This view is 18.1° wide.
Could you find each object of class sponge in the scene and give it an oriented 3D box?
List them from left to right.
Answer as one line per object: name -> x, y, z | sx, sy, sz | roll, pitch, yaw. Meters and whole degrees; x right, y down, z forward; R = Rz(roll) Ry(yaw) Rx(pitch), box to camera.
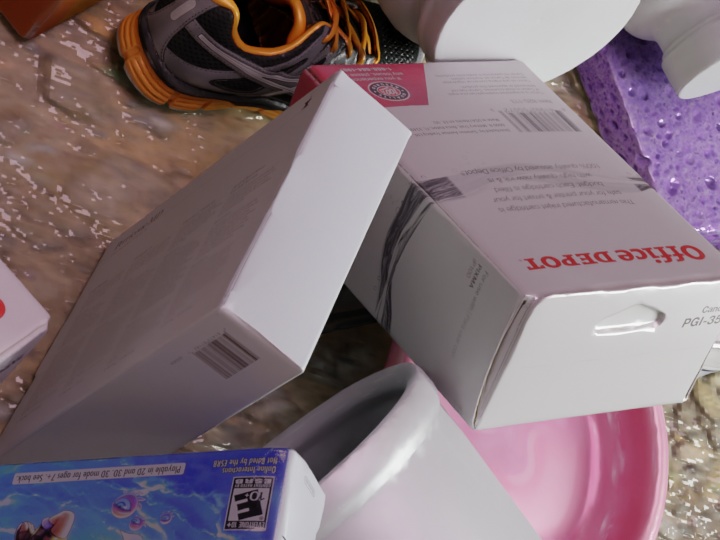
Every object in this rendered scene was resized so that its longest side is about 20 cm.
sponge -> 0.191, -0.109, 1.437 | 0.111, 0.030, 0.201 | -2, 67, -42

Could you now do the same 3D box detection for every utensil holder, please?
utensil holder -> 0.021, 0.171, 1.043 | 0.200, 0.170, 0.170 | 51, 45, -7

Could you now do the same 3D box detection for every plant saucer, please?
plant saucer -> 0.081, 0.089, 1.200 | 0.200, 0.051, 0.202 | 13, 70, -39

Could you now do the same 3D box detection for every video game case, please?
video game case -> -0.124, 0.164, 0.911 | 0.046, 0.199, 0.182 | 59, 32, -50

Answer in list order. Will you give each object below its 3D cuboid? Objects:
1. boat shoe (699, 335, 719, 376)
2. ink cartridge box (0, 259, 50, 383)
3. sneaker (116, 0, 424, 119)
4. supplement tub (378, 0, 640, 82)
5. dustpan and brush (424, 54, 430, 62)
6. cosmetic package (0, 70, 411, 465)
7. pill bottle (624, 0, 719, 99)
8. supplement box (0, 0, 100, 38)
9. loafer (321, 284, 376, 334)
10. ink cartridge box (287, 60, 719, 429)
boat shoe -> 0.242, 0.028, 1.378 | 0.199, 0.066, 0.072 | 8, 62, -37
ink cartridge box -> -0.253, -0.001, 0.948 | 0.200, 0.084, 0.146 | 49, 44, 4
sneaker -> -0.033, -0.124, 1.224 | 0.199, 0.077, 0.079 | -6, 69, -44
supplement tub -> 0.058, -0.210, 1.220 | 0.144, 0.145, 0.201 | 2, 52, -39
dustpan and brush -> 0.062, -0.166, 1.322 | 0.139, 0.057, 0.200 | 33, 22, -10
cosmetic package -> -0.075, 0.014, 1.025 | 0.052, 0.200, 0.151 | 38, 48, -19
pill bottle -> 0.193, -0.215, 1.396 | 0.115, 0.116, 0.201 | -17, 76, -44
supplement box -> -0.119, -0.198, 1.200 | 0.069, 0.067, 0.200 | 52, 44, 1
loafer -> 0.000, 0.000, 1.208 | 0.199, 0.063, 0.072 | -8, 41, -46
ink cartridge box -> 0.067, -0.018, 1.112 | 0.146, 0.083, 0.200 | -4, 38, -36
